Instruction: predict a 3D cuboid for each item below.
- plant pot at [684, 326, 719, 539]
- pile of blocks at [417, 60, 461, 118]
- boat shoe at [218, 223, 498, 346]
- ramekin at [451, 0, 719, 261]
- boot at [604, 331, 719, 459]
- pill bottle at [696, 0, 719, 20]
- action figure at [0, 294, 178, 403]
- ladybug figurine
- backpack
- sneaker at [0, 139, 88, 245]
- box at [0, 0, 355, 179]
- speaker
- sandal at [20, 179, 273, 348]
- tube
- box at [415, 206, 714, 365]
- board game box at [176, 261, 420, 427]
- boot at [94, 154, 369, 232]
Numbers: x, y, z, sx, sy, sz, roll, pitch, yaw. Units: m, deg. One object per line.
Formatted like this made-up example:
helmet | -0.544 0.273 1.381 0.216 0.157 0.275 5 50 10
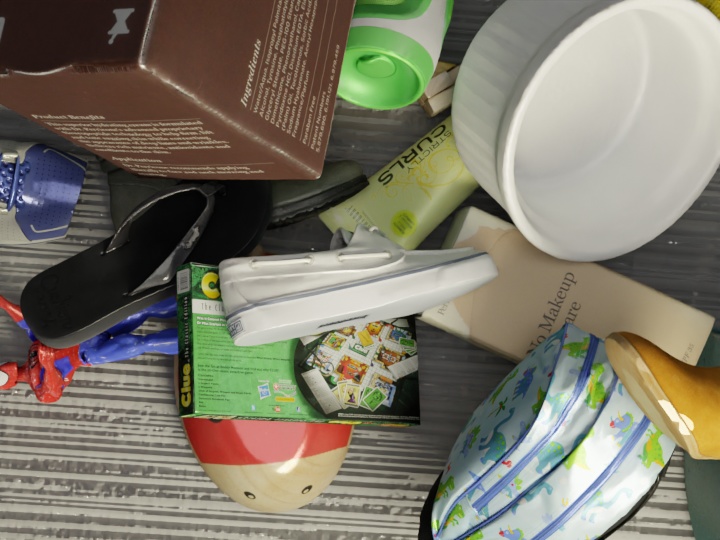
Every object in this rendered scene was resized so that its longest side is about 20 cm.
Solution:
plant pot | 0.337 0.159 1.241 0.195 0.196 0.201 9 94 -3
pile of blocks | -0.005 -0.163 1.284 0.199 0.062 0.082 6 88 -4
boat shoe | 0.000 0.000 1.184 0.199 0.074 0.066 -10 78 -25
ramekin | 0.161 -0.116 1.229 0.200 0.098 0.201 -16 124 -24
boot | 0.259 0.069 1.096 0.144 0.071 0.201 -43 112 -2
pill bottle | 0.218 -0.254 1.275 0.200 0.113 0.113 35 87 -3
action figure | -0.197 0.039 1.232 0.200 0.099 0.065 -22 55 22
ladybug figurine | -0.070 0.080 1.270 0.135 0.072 0.201 -10 89 -3
backpack | 0.133 0.131 1.192 0.200 0.163 0.154 -27 106 36
sneaker | -0.302 -0.068 1.237 0.199 0.115 0.081 13 89 -3
box | -0.127 -0.166 1.127 0.166 0.200 0.165 3 75 33
speaker | 0.025 -0.217 1.241 0.088 0.089 0.201 12 61 -3
sandal | -0.144 -0.014 1.199 0.200 0.043 0.076 -35 63 -12
tube | 0.066 -0.079 1.293 0.200 0.058 0.052 -40 114 -1
box | 0.148 0.034 1.281 0.200 0.078 0.095 23 88 -3
board game box | -0.041 0.055 1.219 0.200 0.023 0.105 7 77 -38
boot | -0.102 -0.089 1.271 0.199 0.068 0.131 -14 89 3
